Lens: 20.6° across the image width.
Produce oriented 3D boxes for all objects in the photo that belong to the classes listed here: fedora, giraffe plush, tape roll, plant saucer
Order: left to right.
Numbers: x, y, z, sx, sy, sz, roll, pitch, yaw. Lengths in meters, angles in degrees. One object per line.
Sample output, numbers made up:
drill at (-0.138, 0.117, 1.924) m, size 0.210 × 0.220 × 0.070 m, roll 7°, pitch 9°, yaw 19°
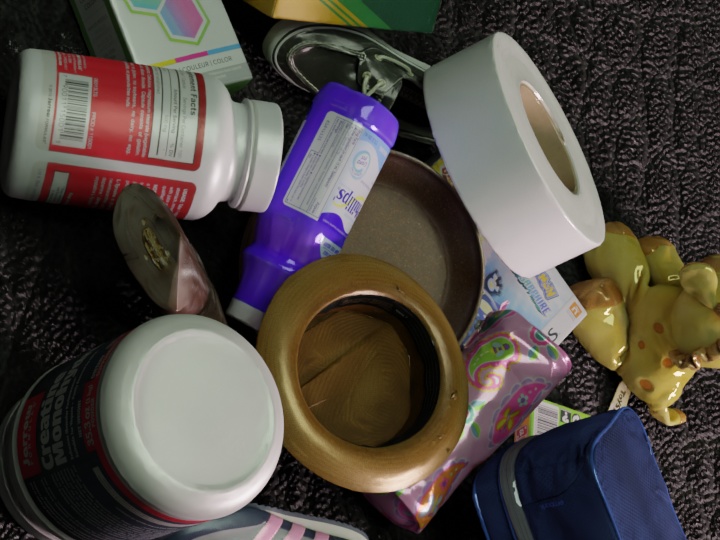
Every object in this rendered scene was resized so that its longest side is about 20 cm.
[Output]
fedora at (-0.011, 0.086, 1.527) m, size 0.200 × 0.082 × 0.201 m, roll 15°, pitch 63°, yaw -32°
plant saucer at (0.000, 0.000, 1.609) m, size 0.200 × 0.037 × 0.201 m, roll 0°, pitch 88°, yaw -6°
tape roll at (0.131, -0.097, 1.673) m, size 0.203 × 0.071 × 0.203 m, roll 53°, pitch 21°, yaw -30°
giraffe plush at (0.292, 0.042, 1.780) m, size 0.172 × 0.162 × 0.201 m, roll 21°, pitch 61°, yaw -30°

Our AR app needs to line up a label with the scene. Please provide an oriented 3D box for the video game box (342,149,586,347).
video game box at (0.085, 0.013, 1.712) m, size 0.200 × 0.047 × 0.182 m, roll 54°, pitch 49°, yaw -8°

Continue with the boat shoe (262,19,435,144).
boat shoe at (0.009, -0.161, 1.690) m, size 0.200 × 0.071 × 0.064 m, roll 17°, pitch 29°, yaw -33°

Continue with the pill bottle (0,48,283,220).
pill bottle at (-0.164, -0.098, 1.485) m, size 0.199 × 0.112 × 0.113 m, roll 7°, pitch 68°, yaw -16°

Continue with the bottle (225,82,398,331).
bottle at (-0.041, -0.045, 1.547) m, size 0.200 × 0.065 × 0.084 m, roll -63°, pitch 159°, yaw -5°

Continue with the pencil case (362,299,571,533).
pencil case at (0.080, 0.118, 1.605) m, size 0.200 × 0.087 × 0.087 m, roll -46°, pitch 103°, yaw -16°

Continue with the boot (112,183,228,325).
boot at (-0.125, 0.040, 1.444) m, size 0.064 × 0.200 × 0.187 m, roll -25°, pitch 79°, yaw -6°

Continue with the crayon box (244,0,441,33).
crayon box at (-0.045, -0.249, 1.659) m, size 0.200 × 0.126 × 0.052 m, roll 1°, pitch 114°, yaw -37°

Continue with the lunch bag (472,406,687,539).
lunch bag at (0.180, 0.226, 1.608) m, size 0.136 × 0.132 × 0.200 m, roll -28°, pitch 98°, yaw -61°

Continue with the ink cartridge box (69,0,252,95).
ink cartridge box at (-0.176, -0.225, 1.592) m, size 0.104 × 0.059 × 0.200 m, roll -18°, pitch 84°, yaw -39°

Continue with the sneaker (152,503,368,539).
sneaker at (-0.066, 0.227, 1.485) m, size 0.200 × 0.070 × 0.082 m, roll 12°, pitch 44°, yaw -32°

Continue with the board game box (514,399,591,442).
board game box at (0.173, 0.216, 1.713) m, size 0.095 × 0.030 × 0.201 m, roll 20°, pitch 60°, yaw -30°

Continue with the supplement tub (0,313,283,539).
supplement tub at (-0.159, 0.118, 1.381) m, size 0.140 × 0.200 × 0.141 m, roll 13°, pitch 67°, yaw -33°
